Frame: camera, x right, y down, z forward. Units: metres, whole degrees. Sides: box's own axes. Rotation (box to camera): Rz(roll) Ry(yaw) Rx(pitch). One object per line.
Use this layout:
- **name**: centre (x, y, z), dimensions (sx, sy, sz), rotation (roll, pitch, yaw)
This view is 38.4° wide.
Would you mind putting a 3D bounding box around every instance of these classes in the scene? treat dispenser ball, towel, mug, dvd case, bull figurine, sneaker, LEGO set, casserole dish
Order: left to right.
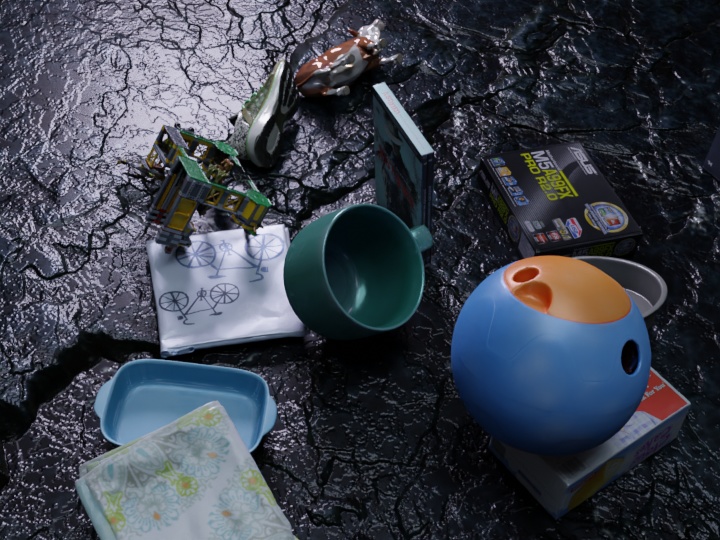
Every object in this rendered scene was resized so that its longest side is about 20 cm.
- **casserole dish**: centre (-0.192, 0.161, 1.141), dimensions (0.198, 0.039, 0.122), rotation (6, 46, -1)
- **towel**: centre (-0.171, 0.245, 1.027), dimensions (0.170, 0.048, 0.201), rotation (-26, 64, -18)
- **LEGO set**: centre (-0.216, -0.092, 1.342), dimensions (0.153, 0.116, 0.200), rotation (12, 29, -44)
- **sneaker**: centre (-0.149, -0.234, 1.500), dimensions (0.088, 0.077, 0.201), rotation (2, 51, 20)
- **bull figurine**: centre (-0.013, -0.324, 1.597), dimensions (0.200, 0.065, 0.121), rotation (-40, 28, -27)
- **mug**: centre (-0.004, 0.009, 1.241), dimensions (0.184, 0.114, 0.153), rotation (13, 70, -36)
- **dvd case**: centre (0.054, -0.119, 1.323), dimensions (0.022, 0.201, 0.146), rotation (-18, 51, -15)
- **treat dispenser ball**: centre (0.191, 0.085, 1.046), dimensions (0.199, 0.202, 0.202), rotation (3, 46, -3)

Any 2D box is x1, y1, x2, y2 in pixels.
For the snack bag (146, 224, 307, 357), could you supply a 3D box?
- **snack bag**: centre (-0.164, 0.023, 1.289), dimensions (0.187, 0.022, 0.201), rotation (-7, 47, -12)

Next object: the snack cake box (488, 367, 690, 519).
- **snack cake box**: centre (0.256, 0.173, 1.156), dimensions (0.199, 0.068, 0.115), rotation (-25, 51, -27)

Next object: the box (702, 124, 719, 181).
- **box**: centre (0.617, -0.219, 1.480), dimensions (0.181, 0.201, 0.104), rotation (-22, 52, -24)

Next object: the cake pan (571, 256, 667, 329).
- **cake pan**: centre (0.271, 0.039, 1.259), dimensions (0.198, 0.037, 0.201), rotation (-7, 24, 3)

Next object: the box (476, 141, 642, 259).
- **box**: centre (0.270, -0.091, 1.428), dimensions (0.159, 0.044, 0.201), rotation (-10, 48, -14)
